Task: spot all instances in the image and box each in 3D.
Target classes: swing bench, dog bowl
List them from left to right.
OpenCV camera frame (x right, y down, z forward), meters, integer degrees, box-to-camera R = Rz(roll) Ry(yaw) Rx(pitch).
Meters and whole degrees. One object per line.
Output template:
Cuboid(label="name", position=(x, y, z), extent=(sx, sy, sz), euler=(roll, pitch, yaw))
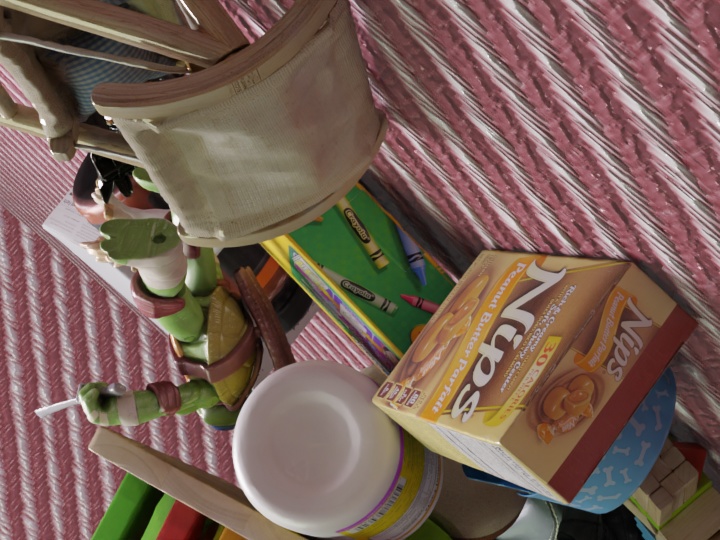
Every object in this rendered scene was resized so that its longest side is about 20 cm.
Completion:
Cuboid(label="swing bench", position=(-0.103, -0.109, 0.913), extent=(0.199, 0.130, 0.199), euler=(35, 169, 16))
Cuboid(label="dog bowl", position=(0.121, 0.085, 1.068), extent=(0.049, 0.112, 0.200), euler=(26, 173, -12))

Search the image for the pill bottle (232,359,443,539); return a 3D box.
Cuboid(label="pill bottle", position=(-0.006, 0.123, 1.171), extent=(0.104, 0.105, 0.200), euler=(35, 177, 19))

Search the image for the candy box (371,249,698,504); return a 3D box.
Cuboid(label="candy box", position=(0.088, 0.051, 0.991), extent=(0.055, 0.116, 0.200), euler=(39, 170, -15))

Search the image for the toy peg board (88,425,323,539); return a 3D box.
Cuboid(label="toy peg board", position=(-0.077, 0.208, 1.228), extent=(0.198, 0.098, 0.200), euler=(25, 174, 28))

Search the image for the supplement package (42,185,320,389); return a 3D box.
Cuboid(label="supplement package", position=(-0.157, -0.008, 1.631), extent=(0.200, 0.111, 0.156), euler=(43, 169, -28))

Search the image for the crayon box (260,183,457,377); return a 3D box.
Cuboid(label="crayon box", position=(0.000, 0.000, 1.168), extent=(0.200, 0.058, 0.119), euler=(46, 171, 8))

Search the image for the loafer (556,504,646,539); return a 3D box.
Cuboid(label="loafer", position=(0.163, 0.198, 1.262), extent=(0.068, 0.070, 0.202), euler=(148, 112, -70))

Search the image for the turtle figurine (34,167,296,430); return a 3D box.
Cuboid(label="turtle figurine", position=(-0.142, 0.021, 1.177), extent=(0.200, 0.144, 0.195), euler=(37, 147, 34))

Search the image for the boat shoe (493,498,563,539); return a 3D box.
Cuboid(label="boat shoe", position=(0.107, 0.213, 1.403), extent=(0.073, 0.061, 0.200), euler=(65, 151, 14))

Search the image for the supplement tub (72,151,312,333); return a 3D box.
Cuboid(label="supplement tub", position=(-0.123, -0.028, 1.421), extent=(0.200, 0.107, 0.107), euler=(45, 168, -31))

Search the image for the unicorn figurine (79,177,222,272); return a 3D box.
Cuboid(label="unicorn figurine", position=(-0.102, -0.044, 1.297), extent=(0.137, 0.074, 0.199), euler=(33, 148, -27))

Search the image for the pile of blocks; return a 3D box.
Cuboid(label="pile of blocks", position=(0.215, 0.155, 1.194), extent=(0.082, 0.062, 0.200), euler=(45, 170, 46))

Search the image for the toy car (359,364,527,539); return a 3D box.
Cuboid(label="toy car", position=(0.048, 0.163, 1.384), extent=(0.157, 0.164, 0.200), euler=(36, 156, 15))

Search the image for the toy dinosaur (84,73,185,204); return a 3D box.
Cuboid(label="toy dinosaur", position=(-0.166, -0.128, 1.173), extent=(0.136, 0.102, 0.200), euler=(56, -155, 19))
